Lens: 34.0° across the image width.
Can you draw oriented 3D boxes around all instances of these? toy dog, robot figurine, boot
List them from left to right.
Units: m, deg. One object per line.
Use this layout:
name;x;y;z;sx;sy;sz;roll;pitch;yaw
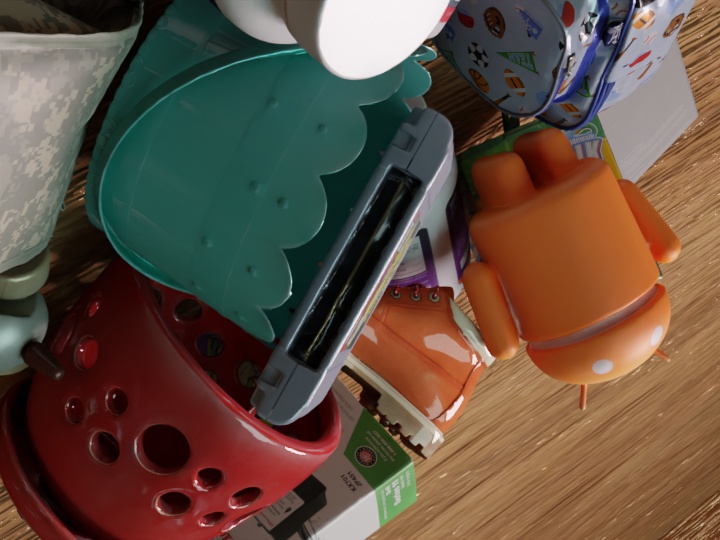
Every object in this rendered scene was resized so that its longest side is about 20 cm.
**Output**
toy dog;-0.262;0.057;0.713;0.200;0.096;0.132;-35;149;-16
boot;0.011;0.032;0.857;0.107;0.200;0.075;-48;-164;-8
robot figurine;0.156;-0.004;0.865;0.116;0.201;0.144;-20;-170;38

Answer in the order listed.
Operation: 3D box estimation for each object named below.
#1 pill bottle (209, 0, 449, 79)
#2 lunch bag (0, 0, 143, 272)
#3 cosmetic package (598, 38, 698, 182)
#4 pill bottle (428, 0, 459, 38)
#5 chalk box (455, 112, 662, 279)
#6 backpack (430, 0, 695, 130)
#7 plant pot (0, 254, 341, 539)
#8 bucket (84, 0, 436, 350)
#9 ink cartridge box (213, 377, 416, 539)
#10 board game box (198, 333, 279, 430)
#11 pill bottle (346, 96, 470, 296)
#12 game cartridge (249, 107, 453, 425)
pill bottle;-0.046;-0.182;0.572;0.111;0.200;0.112;-31;148;-22
lunch bag;-0.210;-0.075;0.583;0.200;0.117;0.165;-18;143;-57
cosmetic package;0.231;-0.167;1.064;0.107;0.090;0.200;-45;148;1
pill bottle;0.045;-0.250;0.684;0.119;0.120;0.201;4;124;-53
chalk box;0.146;-0.062;0.988;0.123;0.201;0.125;-23;179;-2
backpack;0.135;-0.190;0.817;0.154;0.200;0.191;-32;156;-11
plant pot;-0.143;0.101;0.826;0.182;0.201;0.200;-40;153;14
bucket;-0.060;-0.070;0.699;0.208;0.134;0.207;-61;174;-10
ink cartridge box;-0.069;0.204;1.096;0.199;0.147;0.083;-34;148;-20
board game box;-0.107;0.108;0.951;0.200;0.120;0.032;-53;150;16
pill bottle;0.022;-0.054;0.899;0.111;0.111;0.200;-37;150;-12
game cartridge;0.000;0.000;0.727;0.201;0.041;0.133;-61;179;1
